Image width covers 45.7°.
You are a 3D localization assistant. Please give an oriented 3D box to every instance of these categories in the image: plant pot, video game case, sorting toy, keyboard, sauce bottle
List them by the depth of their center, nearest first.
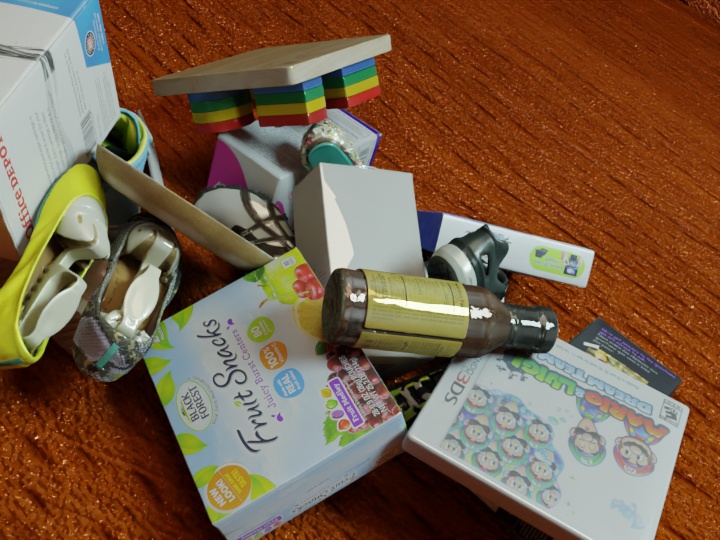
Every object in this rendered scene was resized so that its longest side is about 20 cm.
[{"bbox_3d":[0.158,0.129,0.703,0.199,0.024,0.182,28,44,12],"label":"video game case"},{"bbox_3d":[0.068,0.040,0.705,0.198,0.065,0.065,9,38,-20],"label":"sauce bottle"},{"bbox_3d":[-0.165,-0.051,0.799,0.199,0.028,0.200,32,-3,2],"label":"plant pot"},{"bbox_3d":[-0.093,-0.207,0.967,0.197,0.070,0.200,4,24,33],"label":"sorting toy"},{"bbox_3d":[-0.232,-0.108,0.974,0.011,0.057,0.201,-15,46,-10],"label":"keyboard"},{"bbox_3d":[0.142,-0.029,0.992,0.179,0.046,0.200,14,2,-13],"label":"video game case"}]

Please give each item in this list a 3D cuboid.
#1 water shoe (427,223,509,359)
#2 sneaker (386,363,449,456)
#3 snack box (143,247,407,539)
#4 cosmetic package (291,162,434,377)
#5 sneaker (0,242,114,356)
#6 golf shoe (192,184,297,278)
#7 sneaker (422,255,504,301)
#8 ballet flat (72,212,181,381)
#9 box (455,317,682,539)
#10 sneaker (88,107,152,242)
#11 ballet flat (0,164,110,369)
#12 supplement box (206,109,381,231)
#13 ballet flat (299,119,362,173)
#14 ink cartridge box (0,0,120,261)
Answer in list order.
[{"bbox_3d":[0.117,0.035,0.856,0.079,0.201,0.072,-33,60,-14],"label":"water shoe"},{"bbox_3d":[0.060,0.118,0.816,0.198,0.083,0.072,-8,45,-34],"label":"sneaker"},{"bbox_3d":[-0.078,0.101,0.722,0.168,0.068,0.201,-28,51,-8],"label":"snack box"},{"bbox_3d":[0.000,0.000,0.862,0.112,0.081,0.202,5,68,-27],"label":"cosmetic package"},{"bbox_3d":[-0.276,-0.004,0.804,0.200,0.076,0.104,39,41,13],"label":"sneaker"},{"bbox_3d":[-0.108,-0.021,0.911,0.199,0.078,0.095,30,37,12],"label":"golf shoe"},{"bbox_3d":[0.067,0.012,0.952,0.198,0.089,0.074,20,38,0],"label":"sneaker"},{"bbox_3d":[-0.187,0.006,0.741,0.071,0.072,0.201,16,41,-8],"label":"ballet flat"},{"bbox_3d":[0.200,0.151,0.813,0.106,0.123,0.199,39,40,23],"label":"box"},{"bbox_3d":[-0.268,-0.140,0.930,0.079,0.131,0.201,-1,42,-24],"label":"sneaker"},{"bbox_3d":[-0.248,-0.005,0.713,0.066,0.067,0.201,2,54,28],"label":"ballet flat"},{"bbox_3d":[-0.080,-0.123,1.031,0.103,0.102,0.200,35,38,18],"label":"supplement box"},{"bbox_3d":[-0.006,-0.091,0.969,0.075,0.201,0.064,-20,40,10],"label":"ballet flat"},{"bbox_3d":[-0.294,-0.133,0.739,0.085,0.147,0.201,15,52,7],"label":"ink cartridge box"}]
